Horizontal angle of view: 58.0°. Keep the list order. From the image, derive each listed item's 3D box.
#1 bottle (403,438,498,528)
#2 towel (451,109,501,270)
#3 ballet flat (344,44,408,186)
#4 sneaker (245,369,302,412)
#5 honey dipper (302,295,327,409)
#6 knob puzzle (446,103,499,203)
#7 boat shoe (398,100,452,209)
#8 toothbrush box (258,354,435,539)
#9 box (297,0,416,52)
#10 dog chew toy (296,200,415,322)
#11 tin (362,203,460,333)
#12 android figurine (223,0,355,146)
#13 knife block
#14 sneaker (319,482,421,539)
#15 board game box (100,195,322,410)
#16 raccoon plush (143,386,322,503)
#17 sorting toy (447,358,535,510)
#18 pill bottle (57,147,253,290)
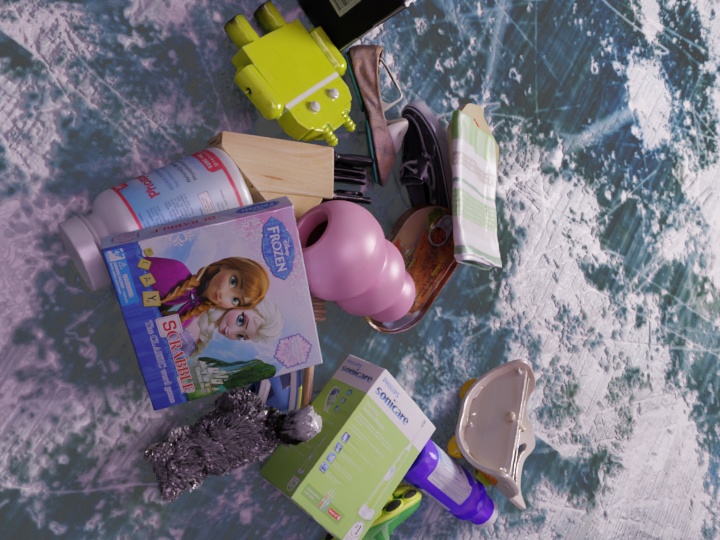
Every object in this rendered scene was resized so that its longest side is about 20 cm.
[{"bbox_3d":[0.131,0.316,0.964,0.065,0.084,0.200,-46,116,0],"label":"bottle"},{"bbox_3d":[0.163,-0.106,0.903,0.149,0.031,0.201,11,78,-62],"label":"towel"},{"bbox_3d":[0.031,-0.222,0.917,0.067,0.068,0.201,-13,98,2],"label":"ballet flat"},{"bbox_3d":[-0.113,0.089,0.820,0.082,0.074,0.201,1,103,-3],"label":"sneaker"},{"bbox_3d":[-0.069,0.121,0.886,0.038,0.038,0.201,3,92,-29],"label":"honey dipper"},{"bbox_3d":[0.158,-0.155,0.960,0.219,0.030,0.221,7,82,-62],"label":"knob puzzle"},{"bbox_3d":[0.089,-0.145,0.959,0.068,0.072,0.201,-24,108,-29],"label":"boat shoe"},{"bbox_3d":[-0.012,0.241,0.872,0.200,0.086,0.146,-51,124,-18],"label":"toothbrush box"},{"bbox_3d":[0.040,-0.410,0.855,0.197,0.200,0.124,-42,108,-23],"label":"box"},{"bbox_3d":[0.000,0.000,0.828,0.200,0.124,0.125,39,71,-39],"label":"dog chew toy"},{"bbox_3d":[0.071,-0.004,0.934,0.112,0.042,0.200,35,91,-29],"label":"tin"},{"bbox_3d":[-0.084,-0.252,0.847,0.200,0.041,0.182,52,47,-8],"label":"android figurine"},{"bbox_3d":[-0.076,-0.142,0.865,0.176,0.064,0.200,-47,110,-22],"label":"knife block"},{"bbox_3d":[0.006,0.376,0.906,0.200,0.074,0.084,-39,116,-12],"label":"sneaker"},{"bbox_3d":[-0.155,0.037,0.716,0.199,0.041,0.201,-15,116,-12],"label":"board game box"},{"bbox_3d":[-0.157,0.195,0.748,0.134,0.200,0.097,-26,85,-48],"label":"raccoon plush"},{"bbox_3d":[0.228,0.274,1.010,0.180,0.106,0.201,54,41,-32],"label":"sorting toy"},{"bbox_3d":[-0.233,-0.058,0.750,0.200,0.109,0.109,-30,104,-27],"label":"pill bottle"}]
